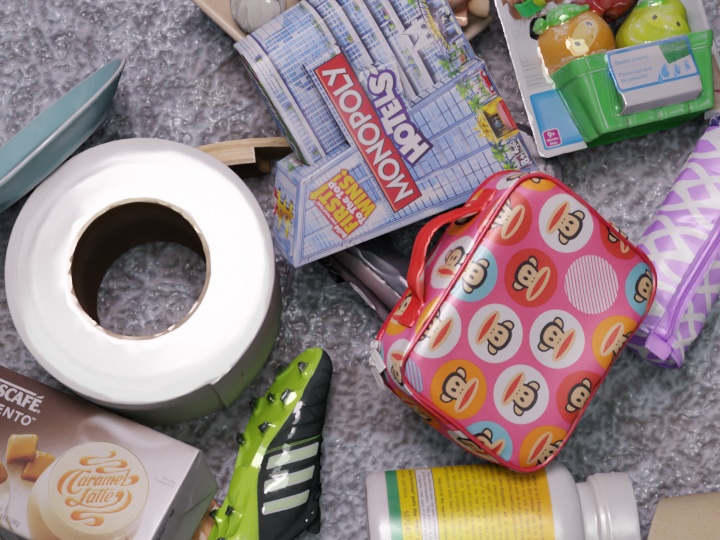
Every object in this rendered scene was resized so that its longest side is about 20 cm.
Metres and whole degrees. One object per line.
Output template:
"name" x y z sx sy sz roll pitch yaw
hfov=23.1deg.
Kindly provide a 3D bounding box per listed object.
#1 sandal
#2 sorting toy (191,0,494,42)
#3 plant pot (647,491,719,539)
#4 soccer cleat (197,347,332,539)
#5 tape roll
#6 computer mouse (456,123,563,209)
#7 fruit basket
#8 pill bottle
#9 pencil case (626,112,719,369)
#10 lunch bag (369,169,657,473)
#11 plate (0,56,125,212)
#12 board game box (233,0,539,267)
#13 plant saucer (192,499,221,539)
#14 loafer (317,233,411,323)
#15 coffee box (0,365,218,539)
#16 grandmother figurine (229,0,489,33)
"sandal" -0.033 -0.120 1.410 0.211 0.078 0.070 -6 81 4
"sorting toy" -0.020 -0.211 1.418 0.200 0.037 0.185 40 58 16
"plant pot" 0.311 0.234 1.300 0.199 0.187 0.188 12 78 16
"soccer cleat" -0.059 0.157 1.365 0.081 0.067 0.201 33 67 -26
"tape roll" -0.162 0.012 1.351 0.202 0.139 0.204 0 78 0
"computer mouse" 0.116 -0.016 1.404 0.138 0.053 0.201 1 86 9
"fruit basket" 0.198 -0.204 1.396 0.184 0.094 0.201 -13 90 -21
"pill bottle" 0.105 0.201 1.326 0.199 0.113 0.113 -4 78 -2
"pencil case" 0.266 -0.020 1.386 0.084 0.085 0.201 34 82 -21
"lunch bag" 0.105 0.029 1.293 0.176 0.082 0.200 38 81 -20
"plate" -0.250 -0.091 1.353 0.200 0.200 0.026 -42 106 -8
"board game box" 0.001 -0.105 1.305 0.199 0.062 0.200 -34 117 -6
"plant saucer" -0.183 0.249 1.356 0.199 0.032 0.201 0 79 0
"loafer" 0.000 0.000 1.382 0.200 0.072 0.063 41 114 23
"coffee box" -0.223 0.160 1.320 0.199 0.080 0.115 22 67 17
"grandmother figurine" -0.003 -0.213 1.367 0.199 0.121 0.061 -6 112 -11
